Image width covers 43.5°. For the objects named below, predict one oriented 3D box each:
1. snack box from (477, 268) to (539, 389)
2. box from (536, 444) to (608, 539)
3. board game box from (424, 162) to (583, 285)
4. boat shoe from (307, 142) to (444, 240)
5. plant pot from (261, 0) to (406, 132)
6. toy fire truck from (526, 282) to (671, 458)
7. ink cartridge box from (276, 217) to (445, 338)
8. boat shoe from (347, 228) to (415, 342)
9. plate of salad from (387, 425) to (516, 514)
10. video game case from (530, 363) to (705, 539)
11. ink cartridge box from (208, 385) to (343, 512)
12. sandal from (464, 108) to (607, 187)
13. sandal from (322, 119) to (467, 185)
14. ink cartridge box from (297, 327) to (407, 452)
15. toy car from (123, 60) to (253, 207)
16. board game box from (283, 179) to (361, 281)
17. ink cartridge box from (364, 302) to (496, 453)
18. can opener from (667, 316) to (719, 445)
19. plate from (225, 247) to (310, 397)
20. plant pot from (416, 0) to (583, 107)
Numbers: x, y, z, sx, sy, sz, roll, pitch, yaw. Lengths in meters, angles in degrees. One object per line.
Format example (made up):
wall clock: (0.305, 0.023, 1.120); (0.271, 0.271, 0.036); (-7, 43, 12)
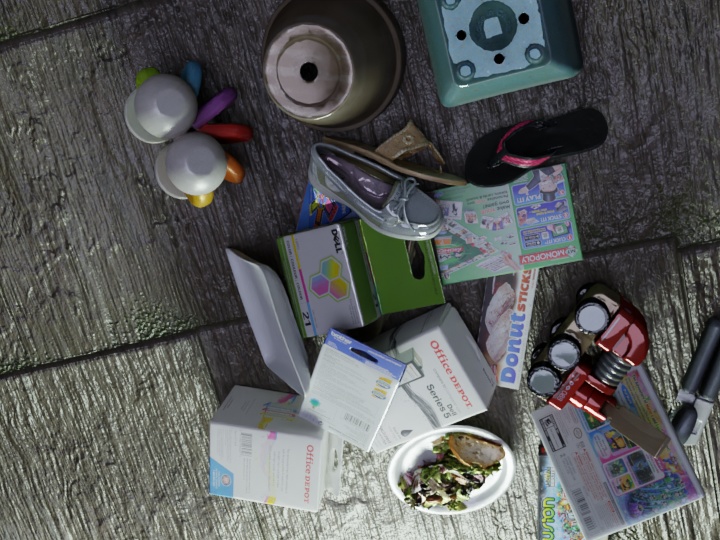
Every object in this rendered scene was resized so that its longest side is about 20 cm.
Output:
snack box: (0.212, 0.073, 1.314); (0.071, 0.024, 0.202); (9, 110, 11)
box: (0.327, 0.367, 1.389); (0.109, 0.035, 0.202); (0, 109, 11)
board game box: (0.198, -0.063, 1.254); (0.198, 0.029, 0.136); (-10, 95, 14)
boat shoe: (0.020, -0.107, 1.200); (0.201, 0.065, 0.075); (31, 70, 8)
plant pot: (-0.048, -0.267, 1.169); (0.198, 0.174, 0.202); (3, 110, 9)
toy fire truck: (0.351, 0.144, 1.248); (0.199, 0.129, 0.177); (34, 111, 3)
ink cartridge box: (0.000, 0.000, 1.251); (0.198, 0.076, 0.149); (-12, 94, 25)
boat shoe: (0.035, 0.006, 1.315); (0.073, 0.063, 0.203); (20, 105, 19)
plate of salad: (0.140, 0.314, 1.375); (0.198, 0.048, 0.202); (-1, 126, -1)
video game case: (0.365, 0.262, 1.296); (0.181, 0.024, 0.202); (-29, 70, 22)
ink cartridge box: (-0.120, 0.274, 1.391); (0.198, 0.125, 0.130); (8, 110, 8)
sandal: (0.230, -0.170, 1.206); (0.198, 0.045, 0.076); (-19, 79, 12)
sandal: (0.051, -0.175, 1.236); (0.210, 0.078, 0.070); (16, 104, 12)
ink cartridge box: (-0.010, 0.160, 1.262); (0.118, 0.042, 0.201); (26, 134, 7)
toy car: (-0.228, -0.198, 1.249); (0.149, 0.175, 0.201); (-31, 103, -17)
board game box: (-0.041, -0.063, 1.319); (0.102, 0.019, 0.202); (17, 111, 3)
ink cartridge box: (0.077, 0.159, 1.325); (0.199, 0.084, 0.146); (-27, 101, 26)
can opener: (0.486, 0.166, 1.278); (0.052, 0.066, 0.202); (17, 106, 6)
plate: (-0.129, 0.067, 1.307); (0.032, 0.199, 0.202); (-22, 106, -19)
plant pot: (0.163, -0.305, 1.102); (0.194, 0.200, 0.198); (-11, 106, 15)
